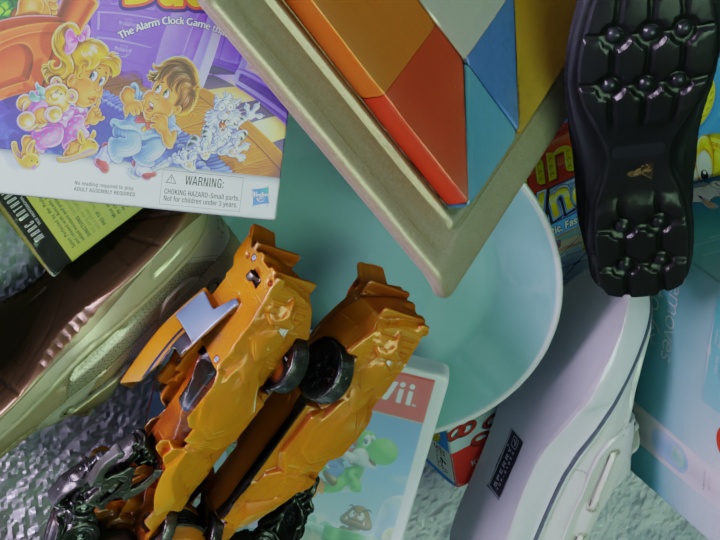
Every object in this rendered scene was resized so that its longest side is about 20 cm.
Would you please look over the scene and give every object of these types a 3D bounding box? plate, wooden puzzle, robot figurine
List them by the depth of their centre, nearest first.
[{"bbox_3d":[0.037,-0.118,0.748,0.200,0.037,0.186,52,60,-32],"label":"wooden puzzle"},{"bbox_3d":[-0.064,0.077,0.828,0.144,0.058,0.200,19,119,-40],"label":"robot figurine"},{"bbox_3d":[0.000,0.000,0.862,0.198,0.026,0.201,4,126,5],"label":"plate"}]

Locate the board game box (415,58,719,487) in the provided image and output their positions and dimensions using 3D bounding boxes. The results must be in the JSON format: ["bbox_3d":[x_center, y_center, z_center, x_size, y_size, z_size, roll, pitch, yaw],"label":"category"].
[{"bbox_3d":[0.107,-0.011,0.953,0.199,0.056,0.197,-25,126,-19],"label":"board game box"}]

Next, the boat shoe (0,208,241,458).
[{"bbox_3d":[-0.138,0.041,0.817,0.200,0.072,0.065,-43,135,-3],"label":"boat shoe"}]

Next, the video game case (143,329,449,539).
[{"bbox_3d":[-0.047,0.121,0.903,0.142,0.017,0.202,14,113,-3],"label":"video game case"}]

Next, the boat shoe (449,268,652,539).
[{"bbox_3d":[0.113,0.090,0.925,0.065,0.072,0.201,10,112,-28],"label":"boat shoe"}]

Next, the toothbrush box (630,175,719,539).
[{"bbox_3d":[0.207,0.061,0.889,0.085,0.200,0.148,-14,123,-25],"label":"toothbrush box"}]

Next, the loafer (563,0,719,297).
[{"bbox_3d":[0.121,-0.079,0.786,0.067,0.071,0.202,-5,131,1],"label":"loafer"}]

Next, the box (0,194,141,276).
[{"bbox_3d":[-0.084,-0.090,0.793,0.200,0.050,0.075,-38,128,-8],"label":"box"}]

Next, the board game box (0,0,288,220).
[{"bbox_3d":[-0.126,-0.099,0.716,0.198,0.045,0.136,5,98,-20],"label":"board game box"}]
